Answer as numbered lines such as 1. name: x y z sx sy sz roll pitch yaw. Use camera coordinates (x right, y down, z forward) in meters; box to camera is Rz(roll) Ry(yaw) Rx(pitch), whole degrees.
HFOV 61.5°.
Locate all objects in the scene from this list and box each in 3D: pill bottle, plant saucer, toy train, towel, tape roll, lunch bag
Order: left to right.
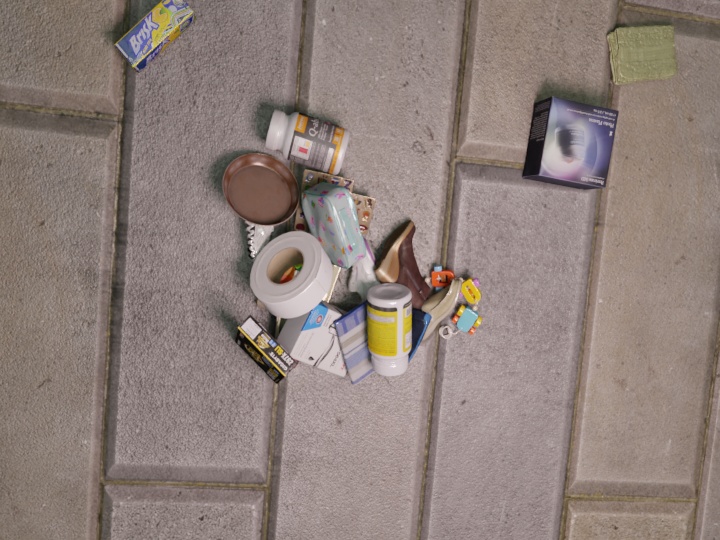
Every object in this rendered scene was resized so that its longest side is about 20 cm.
1. plant saucer: -0.248 -0.195 1.504 0.193 0.035 0.207 9 64 -18
2. tape roll: -0.166 0.008 1.461 0.200 0.204 0.071 -36 139 -3
3. pill bottle: -0.132 -0.322 1.507 0.193 0.116 0.120 17 93 -10
4. lunch bag: -0.061 -0.108 1.486 0.076 0.158 0.206 -32 118 -29
5. towel: 0.010 0.178 1.544 0.145 0.024 0.205 -32 123 -26
6. pill bottle: 0.072 0.146 1.492 0.110 0.115 0.207 -4 111 -8
7. toy train: 0.257 0.077 1.634 0.145 0.056 0.207 -5 107 19
8. towel: 0.771 -0.592 1.656 0.192 0.036 0.154 -8 95 -7

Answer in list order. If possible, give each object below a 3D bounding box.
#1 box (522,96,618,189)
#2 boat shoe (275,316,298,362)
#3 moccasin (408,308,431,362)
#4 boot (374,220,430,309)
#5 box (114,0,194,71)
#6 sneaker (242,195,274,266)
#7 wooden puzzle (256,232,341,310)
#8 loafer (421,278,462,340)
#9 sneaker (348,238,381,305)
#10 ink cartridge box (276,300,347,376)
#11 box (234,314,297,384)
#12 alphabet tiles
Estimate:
1. box: 0.554 -0.331 1.604 0.192 0.123 0.206 8 95 -8
2. boat shoe: -0.186 0.168 1.552 0.068 0.063 0.207 -1 110 -5
3. moccasin: 0.128 0.172 1.585 0.067 0.081 0.204 28 126 10
4. boot: 0.128 -0.008 1.586 0.166 0.071 0.203 44 60 -21
5. box: -0.491 -0.575 1.458 0.199 0.064 0.070 -44 99 -2
6. sneaker: -0.253 -0.092 1.535 0.078 0.075 0.208 -8 97 -16
7. wooden puzzle: -0.155 0.030 1.574 0.180 0.037 0.206 21 92 -10
8. loafer: 0.195 0.096 1.587 0.067 0.076 0.202 33 114 -3
9. sneaker: 0.000 0.000 1.572 0.097 0.075 0.206 -19 97 7
10. ink cartridge box: -0.094 0.163 1.525 0.197 0.084 0.149 27 92 -41
11. box: -0.235 0.198 1.482 0.159 0.200 0.050 44 69 0
12. alphabet tiles: -0.064 -0.158 1.556 0.193 0.008 0.172 10 114 -9
